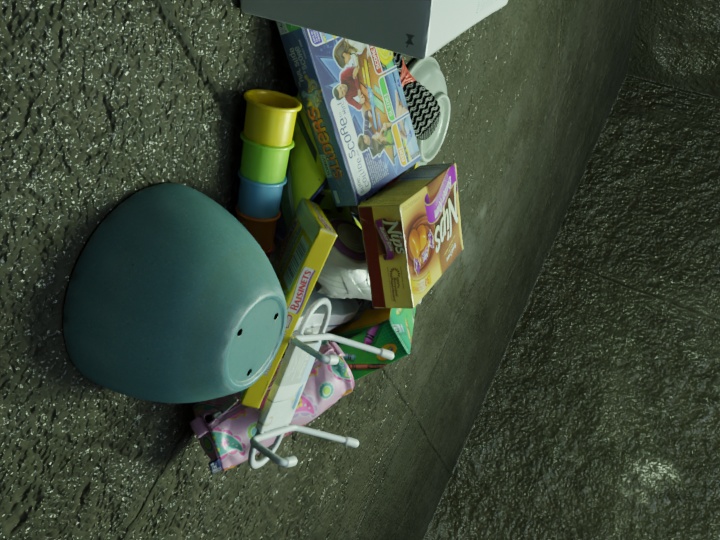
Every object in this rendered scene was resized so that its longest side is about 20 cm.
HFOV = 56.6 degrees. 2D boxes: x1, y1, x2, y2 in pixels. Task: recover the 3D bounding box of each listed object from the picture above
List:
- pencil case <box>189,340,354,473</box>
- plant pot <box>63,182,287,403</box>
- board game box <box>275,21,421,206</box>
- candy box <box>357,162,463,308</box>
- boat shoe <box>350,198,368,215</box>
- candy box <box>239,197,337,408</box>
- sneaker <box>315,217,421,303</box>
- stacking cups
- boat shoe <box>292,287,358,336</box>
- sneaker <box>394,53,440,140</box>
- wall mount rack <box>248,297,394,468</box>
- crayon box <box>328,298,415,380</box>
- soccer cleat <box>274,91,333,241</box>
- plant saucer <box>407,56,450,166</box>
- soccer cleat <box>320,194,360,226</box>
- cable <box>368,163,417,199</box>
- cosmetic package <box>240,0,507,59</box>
[{"bbox_3d":[-0.105,0.155,0.798,0.197,0.088,0.089,-27,140,-21],"label":"pencil case"},{"bbox_3d":[-0.147,0.039,0.615,0.200,0.133,0.203,-48,150,-39],"label":"plant pot"},{"bbox_3d":[-0.006,-0.191,0.727,0.135,0.034,0.204,-37,118,-42],"label":"board game box"},{"bbox_3d":[0.067,-0.048,0.796,0.200,0.055,0.120,-38,124,-57],"label":"candy box"},{"bbox_3d":[0.007,-0.117,0.925,0.073,0.060,0.201,-67,158,-5],"label":"boat shoe"},{"bbox_3d":[-0.084,0.032,0.705,0.203,0.026,0.102,-64,-159,14],"label":"candy box"},{"bbox_3d":[0.000,0.000,0.845,0.198,0.099,0.076,28,43,-39],"label":"sneaker"},{"bbox_3d":[-0.108,-0.085,0.710,0.060,0.060,0.204,-34,145,-53],"label":"stacking cups"},{"bbox_3d":[-0.084,0.067,0.864,0.197,0.074,0.066,-6,131,-46],"label":"boat shoe"},{"bbox_3d":[0.019,-0.247,0.840,0.071,0.093,0.200,-52,127,-12],"label":"sneaker"},{"bbox_3d":[-0.042,0.138,0.743,0.173,0.073,0.204,9,104,-67],"label":"wall mount rack"},{"bbox_3d":[0.014,0.074,0.951,0.059,0.117,0.201,58,17,-14],"label":"crayon box"},{"bbox_3d":[-0.051,-0.127,0.753,0.064,0.082,0.205,-2,112,-65],"label":"soccer cleat"},{"bbox_3d":[0.098,-0.229,1.052,0.201,0.049,0.203,-49,151,-39],"label":"plant saucer"},{"bbox_3d":[-0.032,-0.058,0.891,0.202,0.063,0.085,71,21,-54],"label":"soccer cleat"},{"bbox_3d":[0.034,-0.071,0.868,0.097,0.049,0.205,-14,114,-64],"label":"cable"},{"bbox_3d":[0.021,-0.302,0.613,0.200,0.196,0.125,-46,149,-43],"label":"cosmetic package"}]
